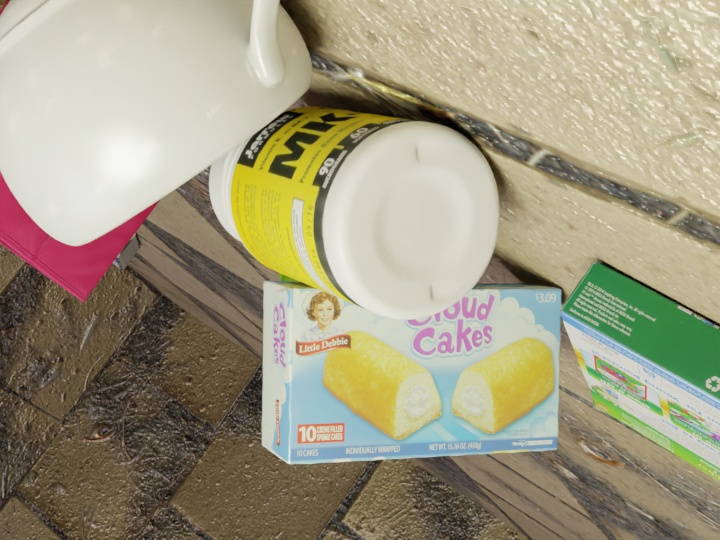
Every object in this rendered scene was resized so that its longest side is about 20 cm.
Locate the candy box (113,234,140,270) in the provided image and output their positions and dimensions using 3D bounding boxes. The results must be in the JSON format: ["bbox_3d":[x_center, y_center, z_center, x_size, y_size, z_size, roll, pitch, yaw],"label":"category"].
[{"bbox_3d":[-0.568,-0.087,2.569,0.168,0.072,0.200,36,170,-2],"label":"candy box"}]

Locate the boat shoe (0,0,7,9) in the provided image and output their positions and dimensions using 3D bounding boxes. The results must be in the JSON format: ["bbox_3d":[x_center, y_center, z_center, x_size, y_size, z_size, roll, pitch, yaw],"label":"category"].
[{"bbox_3d":[-0.341,-0.267,0.955,0.072,0.068,0.200,33,169,24],"label":"boat shoe"}]

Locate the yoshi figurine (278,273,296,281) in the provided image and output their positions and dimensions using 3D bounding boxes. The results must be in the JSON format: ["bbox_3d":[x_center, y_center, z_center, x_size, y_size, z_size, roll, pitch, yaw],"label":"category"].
[{"bbox_3d":[-0.046,0.033,1.357,0.200,0.112,0.112,19,-125,-76],"label":"yoshi figurine"}]

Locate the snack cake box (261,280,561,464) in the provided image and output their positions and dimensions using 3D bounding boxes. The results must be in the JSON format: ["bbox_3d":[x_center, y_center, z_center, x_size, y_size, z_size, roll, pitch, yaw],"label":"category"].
[{"bbox_3d":[0.035,0.066,0.814,0.199,0.115,0.067,0,-177,-21],"label":"snack cake box"}]

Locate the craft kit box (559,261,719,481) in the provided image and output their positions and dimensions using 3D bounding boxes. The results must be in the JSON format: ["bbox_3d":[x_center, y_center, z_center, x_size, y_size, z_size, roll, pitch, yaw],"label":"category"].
[{"bbox_3d":[0.231,0.092,0.751,0.200,0.049,0.198,32,167,26],"label":"craft kit box"}]

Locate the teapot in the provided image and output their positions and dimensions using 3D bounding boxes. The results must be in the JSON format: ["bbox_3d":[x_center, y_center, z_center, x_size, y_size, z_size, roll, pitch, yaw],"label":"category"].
[{"bbox_3d":[-0.131,-0.119,0.657,0.146,0.200,0.197,57,180,-13],"label":"teapot"}]

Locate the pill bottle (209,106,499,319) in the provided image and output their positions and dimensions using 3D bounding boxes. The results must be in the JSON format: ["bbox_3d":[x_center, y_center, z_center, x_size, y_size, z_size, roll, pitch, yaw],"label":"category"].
[{"bbox_3d":[-0.014,-0.044,0.743,0.114,0.114,0.200,42,168,-30],"label":"pill bottle"}]

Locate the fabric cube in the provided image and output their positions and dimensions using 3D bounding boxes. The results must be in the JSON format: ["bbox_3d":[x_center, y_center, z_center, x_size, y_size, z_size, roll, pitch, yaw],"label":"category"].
[{"bbox_3d":[-0.317,-0.127,1.150,0.196,0.200,0.200,31,169,30],"label":"fabric cube"}]
